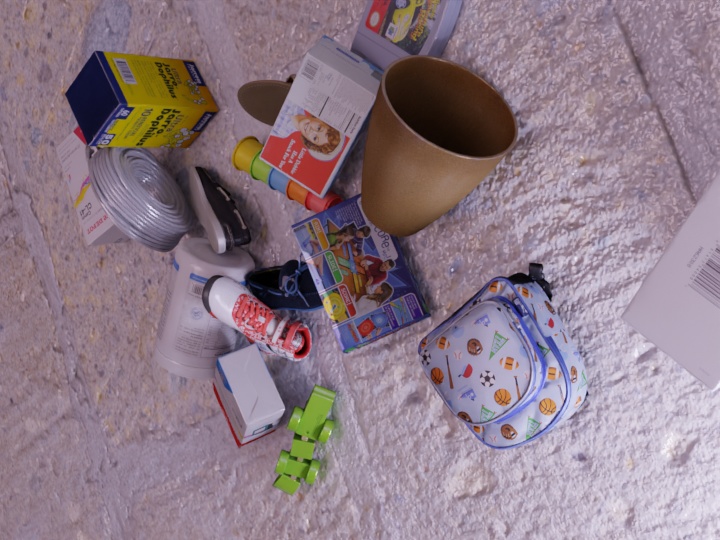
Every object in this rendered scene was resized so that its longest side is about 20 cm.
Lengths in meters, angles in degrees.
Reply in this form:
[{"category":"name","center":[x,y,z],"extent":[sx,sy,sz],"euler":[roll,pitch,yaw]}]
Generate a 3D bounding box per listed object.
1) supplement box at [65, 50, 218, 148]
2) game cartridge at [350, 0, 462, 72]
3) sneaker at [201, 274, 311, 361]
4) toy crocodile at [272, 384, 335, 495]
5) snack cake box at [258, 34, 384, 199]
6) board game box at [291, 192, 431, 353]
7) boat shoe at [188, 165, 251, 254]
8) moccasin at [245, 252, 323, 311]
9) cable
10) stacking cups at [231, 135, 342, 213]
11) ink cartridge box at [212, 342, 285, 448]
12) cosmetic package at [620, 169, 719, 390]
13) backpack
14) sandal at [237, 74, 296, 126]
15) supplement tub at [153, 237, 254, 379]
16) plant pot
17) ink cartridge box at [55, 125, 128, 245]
[{"category":"supplement box","center":[-0.352,-0.273,1.620],"extent":[0.109,0.200,0.110],"euler":[-41,69,36]},{"category":"game cartridge","center":[0.069,-0.354,1.364],"extent":[0.133,0.041,0.201],"euler":[36,117,27]},{"category":"sneaker","center":[-0.148,0.073,1.515],"extent":[0.108,0.201,0.067],"euler":[12,66,33]},{"category":"toy crocodile","center":[-0.088,0.267,1.562],"extent":[0.067,0.062,0.201],"euler":[17,109,-4]},{"category":"snack cake box","center":[-0.052,-0.214,1.414],"extent":[0.115,0.067,0.200],"euler":[32,130,-1]},{"category":"board game box","center":[0.000,0.000,1.425],"extent":[0.135,0.034,0.201],"euler":[-24,78,8]},{"category":"boat shoe","center":[-0.233,-0.105,1.631],"extent":[0.200,0.060,0.074],"euler":[-123,28,-44]},{"category":"moccasin","center":[-0.101,0.021,1.514],"extent":[0.199,0.081,0.068],"euler":[-13,132,39]},{"category":"cable","center":[-0.361,-0.126,1.655],"extent":[0.069,0.200,0.200],"euler":[-38,41,16]},{"category":"stacking cups","center":[-0.110,-0.143,1.527],"extent":[0.200,0.060,0.061],"euler":[30,114,32]},{"category":"ink cartridge box","center":[-0.181,0.205,1.591],"extent":[0.117,0.067,0.200],"euler":[64,162,14]},{"category":"cosmetic package","center":[0.402,-0.005,1.018],"extent":[0.123,0.200,0.200],"euler":[41,120,26]},{"category":"backpack","center":[0.183,0.121,1.253],"extent":[0.200,0.154,0.191],"euler":[-43,78,31]},{"category":"sandal","center":[-0.073,-0.259,1.483],"extent":[0.211,0.070,0.078],"euler":[6,129,20]},{"category":"supplement tub","center":[-0.255,0.060,1.627],"extent":[0.132,0.132,0.201],"euler":[32,115,33]},{"category":"plant pot","center":[0.080,-0.144,1.308],"extent":[0.187,0.186,0.200],"euler":[52,140,22]},{"category":"ink cartridge box","center":[-0.452,-0.165,1.795],"extent":[0.147,0.085,0.201],"euler":[-30,75,38]}]
